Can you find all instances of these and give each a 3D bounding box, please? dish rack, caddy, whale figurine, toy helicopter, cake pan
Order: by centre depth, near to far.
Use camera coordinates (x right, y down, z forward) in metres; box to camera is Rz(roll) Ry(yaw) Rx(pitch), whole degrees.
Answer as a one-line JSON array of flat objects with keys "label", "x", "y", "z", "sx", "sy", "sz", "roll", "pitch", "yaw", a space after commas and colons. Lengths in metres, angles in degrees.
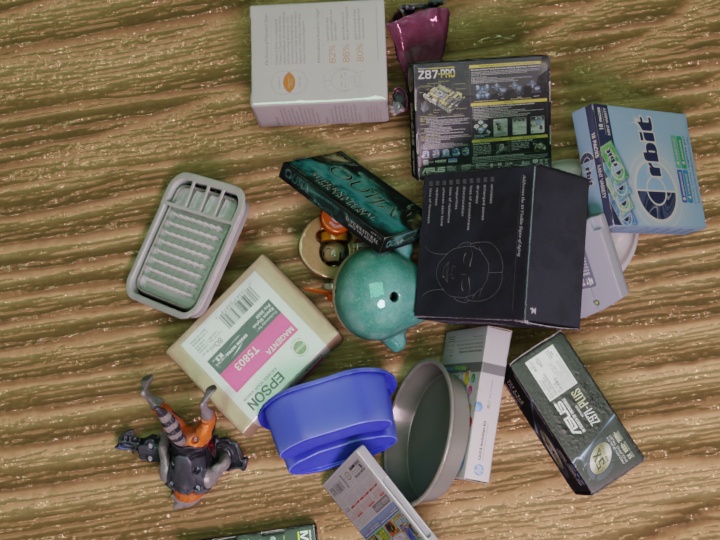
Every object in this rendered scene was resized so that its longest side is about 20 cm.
[{"label": "cake pan", "x": 0.089, "y": 0.221, "z": 1.591, "sx": 0.036, "sy": 0.200, "sz": 0.203, "roll": 15, "pitch": 80, "yaw": -22}, {"label": "caddy", "x": -0.040, "y": 0.196, "z": 1.614, "sx": 0.197, "sy": 0.142, "sz": 0.106, "roll": -16, "pitch": 61, "yaw": -1}, {"label": "whale figurine", "x": 0.062, "y": 0.035, "z": 1.627, "sx": 0.197, "sy": 0.104, "sz": 0.162, "roll": 5, "pitch": 91, "yaw": -20}, {"label": "toy helicopter", "x": 0.000, "y": 0.000, "z": 1.686, "sx": 0.198, "sy": 0.079, "sz": 0.134, "roll": 28, "pitch": 76, "yaw": -6}, {"label": "dish rack", "x": -0.241, "y": -0.032, "z": 1.687, "sx": 0.170, "sy": 0.043, "sz": 0.202, "roll": 17, "pitch": 80, "yaw": 40}]

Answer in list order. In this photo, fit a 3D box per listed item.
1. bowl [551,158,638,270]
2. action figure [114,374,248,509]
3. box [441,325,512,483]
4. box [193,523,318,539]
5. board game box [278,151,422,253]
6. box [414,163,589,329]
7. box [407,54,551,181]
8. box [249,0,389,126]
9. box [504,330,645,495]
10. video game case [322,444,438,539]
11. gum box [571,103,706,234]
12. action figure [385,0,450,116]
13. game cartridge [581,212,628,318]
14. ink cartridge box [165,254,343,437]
[{"label": "bowl", "x": 0.304, "y": -0.071, "z": 1.673, "sx": 0.198, "sy": 0.090, "sz": 0.204, "roll": -1, "pitch": 80, "yaw": 3}, {"label": "action figure", "x": -0.264, "y": 0.243, "z": 1.622, "sx": 0.197, "sy": 0.105, "sz": 0.196, "roll": 0, "pitch": 116, "yaw": 13}, {"label": "box", "x": 0.145, "y": 0.181, "z": 1.603, "sx": 0.041, "sy": 0.156, "sz": 0.203, "roll": 11, "pitch": 81, "yaw": -15}, {"label": "box", "x": -0.142, "y": 0.463, "z": 1.626, "sx": 0.190, "sy": 0.048, "sz": 0.203, "roll": -8, "pitch": 79, "yaw": -1}, {"label": "board game box", "x": -0.001, "y": -0.100, "z": 1.650, "sx": 0.199, "sy": 0.135, "sz": 0.028, "roll": 38, "pitch": 122, "yaw": 25}, {"label": "box", "x": 0.185, "y": -0.028, "z": 1.560, "sx": 0.123, "sy": 0.195, "sz": 0.203, "roll": 8, "pitch": 85, "yaw": -41}, {"label": "box", "x": 0.167, "y": -0.214, "z": 1.647, "sx": 0.197, "sy": 0.049, "sz": 0.164, "roll": -6, "pitch": 104, "yaw": -8}, {"label": "box", "x": -0.059, "y": -0.301, "z": 1.720, "sx": 0.197, "sy": 0.106, "sz": 0.155, "roll": -2, "pitch": 80, "yaw": 2}, {"label": "box", "x": 0.280, "y": 0.195, "z": 1.591, "sx": 0.086, "sy": 0.164, "sz": 0.201, "roll": -32, "pitch": 81, "yaw": -3}, {"label": "video game case", "x": 0.037, "y": 0.342, "z": 1.594, "sx": 0.018, "sy": 0.143, "sz": 0.201, "roll": -33, "pitch": 78, "yaw": -34}, {"label": "gum box", "x": 0.391, "y": -0.138, "z": 1.647, "sx": 0.198, "sy": 0.044, "sz": 0.173, "roll": 0, "pitch": 78, "yaw": -37}, {"label": "action figure", "x": 0.082, "y": -0.287, "z": 1.720, "sx": 0.132, "sy": 0.149, "sz": 0.203, "roll": -10, "pitch": 105, "yaw": -15}, {"label": "game cartridge", "x": 0.268, "y": 0.004, "z": 1.621, "sx": 0.198, "sy": 0.041, "sz": 0.135, "roll": -13, "pitch": 96, "yaw": 42}, {"label": "ink cartridge box", "x": -0.148, "y": 0.106, "z": 1.672, "sx": 0.165, "sy": 0.075, "sz": 0.200, "roll": 43, "pitch": 84, "yaw": 10}]
